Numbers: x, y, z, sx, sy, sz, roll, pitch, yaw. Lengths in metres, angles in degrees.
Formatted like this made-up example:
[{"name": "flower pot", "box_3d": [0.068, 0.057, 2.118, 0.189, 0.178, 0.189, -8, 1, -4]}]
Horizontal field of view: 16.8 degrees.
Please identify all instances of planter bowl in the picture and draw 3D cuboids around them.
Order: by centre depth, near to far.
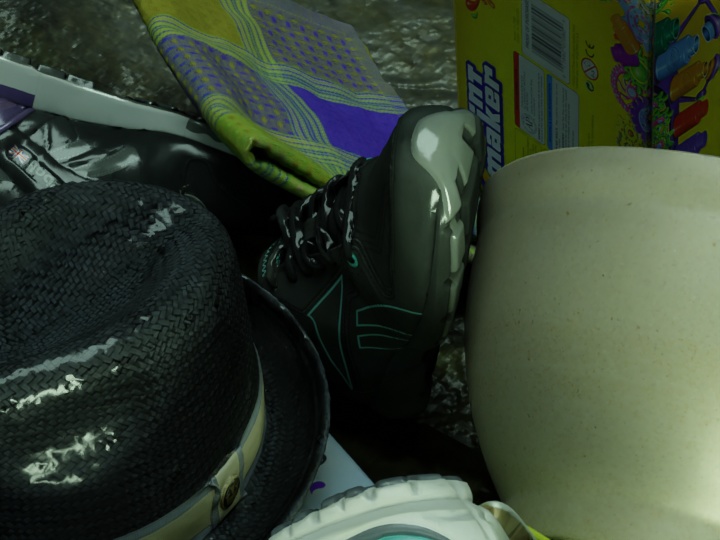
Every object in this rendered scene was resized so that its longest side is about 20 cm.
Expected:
[{"name": "planter bowl", "box_3d": [0.124, 0.056, 0.899, 0.200, 0.200, 0.135, 12, 73, 16]}]

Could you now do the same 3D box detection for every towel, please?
[{"name": "towel", "box_3d": [-0.025, -0.078, 1.074, 0.143, 0.023, 0.200, 21, 22, -30]}]

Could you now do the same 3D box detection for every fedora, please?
[{"name": "fedora", "box_3d": [-0.104, 0.032, 0.860, 0.200, 0.092, 0.201, 3, 42, -3]}]

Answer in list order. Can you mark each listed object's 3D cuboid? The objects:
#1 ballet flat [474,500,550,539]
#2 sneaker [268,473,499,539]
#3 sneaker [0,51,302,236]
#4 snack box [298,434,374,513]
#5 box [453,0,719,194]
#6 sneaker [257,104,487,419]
[{"name": "ballet flat", "box_3d": [0.057, 0.111, 0.789, 0.067, 0.067, 0.200, -42, 32, -17]}, {"name": "sneaker", "box_3d": [-0.036, 0.139, 0.771, 0.200, 0.077, 0.080, -35, 62, 26]}, {"name": "sneaker", "box_3d": [-0.116, -0.032, 1.080, 0.199, 0.076, 0.088, 18, 81, 6]}, {"name": "snack box", "box_3d": [-0.049, 0.129, 0.914, 0.142, 0.053, 0.200, -24, 46, -22]}, {"name": "box", "box_3d": [0.150, -0.108, 1.038, 0.192, 0.200, 0.122, -31, 49, -26]}, {"name": "sneaker", "box_3d": [0.000, 0.000, 0.930, 0.079, 0.200, 0.076, 14, 60, 0]}]
